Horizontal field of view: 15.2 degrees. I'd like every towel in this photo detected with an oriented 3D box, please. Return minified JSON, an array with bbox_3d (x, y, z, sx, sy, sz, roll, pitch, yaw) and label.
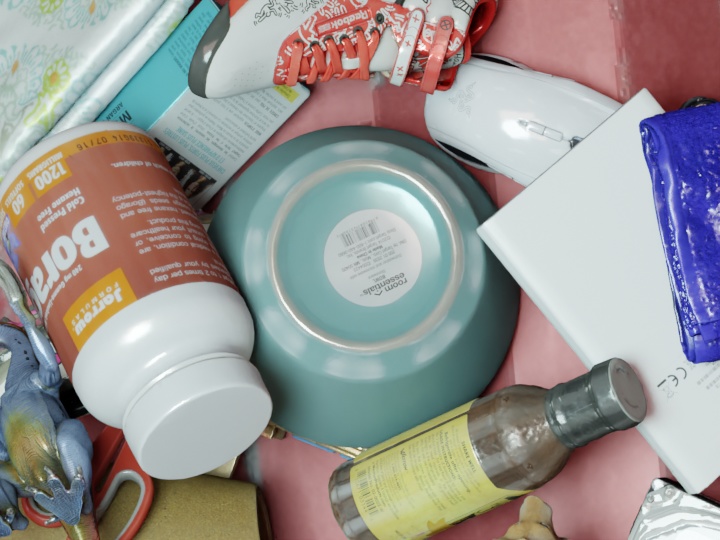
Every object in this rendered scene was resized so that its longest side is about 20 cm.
[{"bbox_3d":[0.270,-0.036,1.557,0.199,0.050,0.149,-11,86,-7],"label":"towel"},{"bbox_3d":[-0.208,-0.155,1.704,0.200,0.048,0.171,-48,46,8],"label":"towel"}]

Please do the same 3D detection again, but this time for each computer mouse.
[{"bbox_3d":[0.126,-0.076,1.639,0.199,0.044,0.110,20,93,16],"label":"computer mouse"}]

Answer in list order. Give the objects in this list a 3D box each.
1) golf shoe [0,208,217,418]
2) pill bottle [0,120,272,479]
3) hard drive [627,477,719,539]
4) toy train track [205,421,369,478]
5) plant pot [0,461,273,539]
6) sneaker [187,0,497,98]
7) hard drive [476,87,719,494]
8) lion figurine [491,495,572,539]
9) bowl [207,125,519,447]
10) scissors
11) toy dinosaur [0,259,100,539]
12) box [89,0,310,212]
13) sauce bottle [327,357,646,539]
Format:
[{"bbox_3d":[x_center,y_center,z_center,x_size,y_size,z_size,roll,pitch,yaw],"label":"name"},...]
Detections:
[{"bbox_3d":[-0.145,0.042,1.669,0.200,0.073,0.092,-35,61,-11],"label":"golf shoe"},{"bbox_3d":[-0.130,0.019,1.571,0.112,0.112,0.200,-37,58,11],"label":"pill bottle"},{"bbox_3d":[0.199,0.241,1.600,0.139,0.038,0.201,25,94,17],"label":"hard drive"},{"bbox_3d":[-0.032,0.092,1.680,0.199,0.033,0.115,21,91,16],"label":"toy train track"},{"bbox_3d":[-0.152,0.192,1.644,0.199,0.186,0.188,-10,83,3],"label":"plant pot"},{"bbox_3d":[-0.003,-0.140,1.617,0.108,0.201,0.067,38,140,19],"label":"sneaker"},{"bbox_3d":[0.180,0.012,1.581,0.132,0.026,0.200,-39,91,-13],"label":"hard drive"},{"bbox_3d":[0.043,0.196,1.604,0.199,0.122,0.073,-22,81,14],"label":"lion figurine"},{"bbox_3d":[0.000,0.000,1.609,0.199,0.105,0.202,0,80,-1],"label":"bowl"},{"bbox_3d":[-0.127,0.087,1.607,0.073,0.014,0.200,27,65,17],"label":"scissors"},{"bbox_3d":[-0.200,0.100,1.570,0.105,0.182,0.201,-28,111,9],"label":"toy dinosaur"},{"bbox_3d":[-0.131,-0.071,1.689,0.200,0.082,0.049,-45,48,9],"label":"box"},{"bbox_3d":[0.075,0.107,1.576,0.199,0.065,0.065,-26,79,30],"label":"sauce bottle"}]
